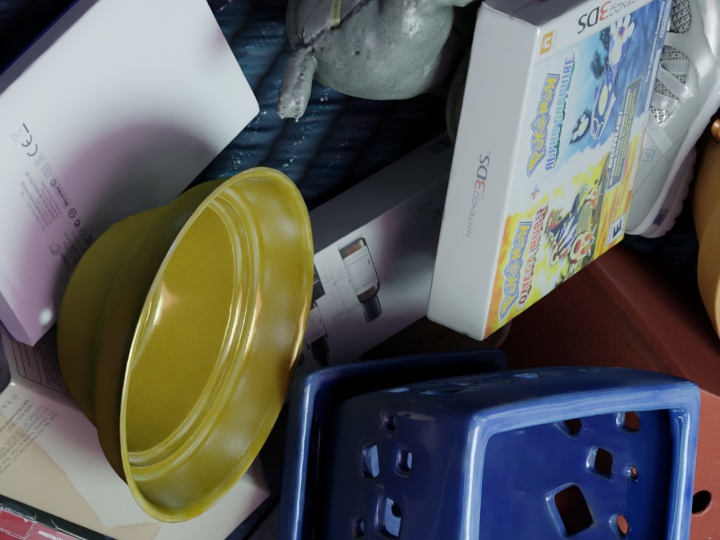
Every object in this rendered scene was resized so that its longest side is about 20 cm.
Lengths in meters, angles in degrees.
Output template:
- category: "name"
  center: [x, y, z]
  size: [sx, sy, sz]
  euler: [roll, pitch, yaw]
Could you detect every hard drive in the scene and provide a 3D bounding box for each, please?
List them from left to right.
- category: "hard drive"
  center: [-0.149, -0.074, 1.401]
  size: [0.200, 0.025, 0.132]
  euler: [-48, 132, -25]

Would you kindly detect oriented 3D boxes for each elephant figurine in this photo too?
- category: "elephant figurine"
  center: [0.049, -0.139, 1.470]
  size: [0.155, 0.142, 0.200]
  euler: [-24, 149, 18]

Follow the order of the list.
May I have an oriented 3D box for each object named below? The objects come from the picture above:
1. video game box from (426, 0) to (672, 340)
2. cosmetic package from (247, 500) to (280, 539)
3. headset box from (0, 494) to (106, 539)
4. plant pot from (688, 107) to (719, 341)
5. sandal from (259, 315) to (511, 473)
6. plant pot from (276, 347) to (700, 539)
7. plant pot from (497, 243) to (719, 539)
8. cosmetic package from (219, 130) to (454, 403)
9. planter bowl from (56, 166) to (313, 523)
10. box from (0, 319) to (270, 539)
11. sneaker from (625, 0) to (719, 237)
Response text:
- category: "video game box"
  center: [0.114, -0.082, 1.479]
  size: [0.182, 0.047, 0.201]
  euler: [-30, 137, -49]
- category: "cosmetic package"
  center: [-0.053, 0.238, 1.625]
  size: [0.200, 0.101, 0.071]
  euler: [-50, 129, 4]
- category: "headset box"
  center: [-0.255, 0.188, 1.494]
  size: [0.148, 0.075, 0.200]
  euler: [27, 100, -38]
- category: "plant pot"
  center: [0.295, -0.039, 1.610]
  size: [0.199, 0.140, 0.201]
  euler: [-9, 129, -11]
- category: "sandal"
  center: [0.007, 0.067, 1.583]
  size: [0.199, 0.054, 0.080]
  euler: [-26, 122, 1]
- category: "plant pot"
  center: [0.063, 0.148, 1.475]
  size: [0.200, 0.179, 0.201]
  euler: [-6, 105, -45]
- category: "plant pot"
  center: [0.171, 0.108, 1.637]
  size: [0.199, 0.176, 0.200]
  euler: [22, 104, -36]
- category: "cosmetic package"
  center: [0.000, 0.000, 1.536]
  size: [0.200, 0.051, 0.083]
  euler: [-32, 125, -22]
- category: "planter bowl"
  center: [-0.109, 0.030, 1.393]
  size: [0.200, 0.083, 0.201]
  euler: [-46, 145, -46]
- category: "box"
  center: [-0.156, 0.091, 1.479]
  size: [0.200, 0.095, 0.078]
  euler: [28, 117, -37]
- category: "sneaker"
  center: [0.177, -0.111, 1.583]
  size: [0.082, 0.075, 0.201]
  euler: [-1, 114, -27]
